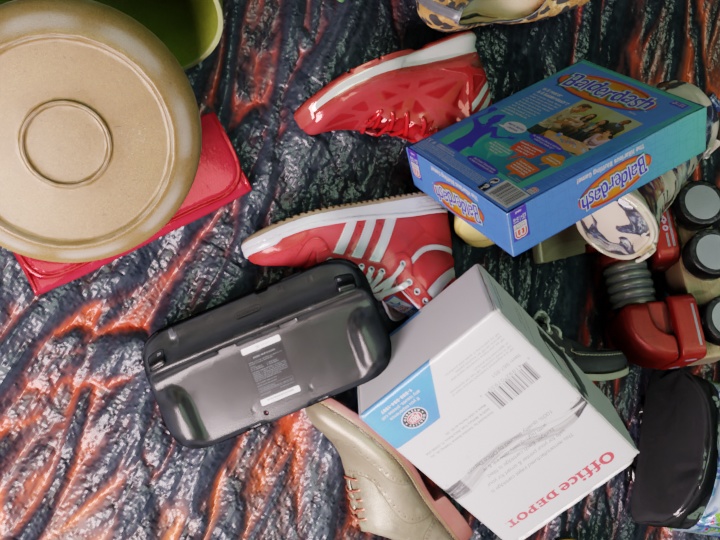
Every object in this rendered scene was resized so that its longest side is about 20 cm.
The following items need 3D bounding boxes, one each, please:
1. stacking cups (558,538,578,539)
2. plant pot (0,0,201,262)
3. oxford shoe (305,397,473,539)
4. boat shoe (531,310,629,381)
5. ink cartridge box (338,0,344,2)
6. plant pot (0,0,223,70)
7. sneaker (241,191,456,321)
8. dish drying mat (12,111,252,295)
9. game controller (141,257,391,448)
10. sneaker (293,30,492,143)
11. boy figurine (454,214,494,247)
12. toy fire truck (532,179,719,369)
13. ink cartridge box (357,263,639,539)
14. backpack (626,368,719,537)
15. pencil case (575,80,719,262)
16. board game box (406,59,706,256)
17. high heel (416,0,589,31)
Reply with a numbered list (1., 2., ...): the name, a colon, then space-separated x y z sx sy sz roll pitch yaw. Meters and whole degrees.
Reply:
1. stacking cups: 0.221 0.363 0.810 0.060 0.060 0.202 -24 100 -21
2. plant pot: -0.215 -0.095 0.614 0.198 0.028 0.202 -7 114 -15
3. oxford shoe: 0.013 0.188 0.729 0.075 0.070 0.200 -44 100 -11
4. boat shoe: 0.169 0.069 0.797 0.198 0.073 0.063 5 87 -16
5. ink cartridge box: 0.024 -0.334 0.698 0.084 0.200 0.147 37 75 -16
6. plant pot: -0.190 -0.283 0.638 0.185 0.187 0.202 9 69 -21
7. sneaker: 0.000 0.000 0.735 0.198 0.071 0.114 -12 87 -24
8. dish drying mat: -0.190 -0.058 0.692 0.199 0.018 0.077 -29 96 -21
9. game controller: -0.077 0.068 0.684 0.198 0.042 0.105 -22 97 1
10. sneaker: 0.045 -0.135 0.760 0.199 0.078 0.116 -26 95 -20
11. boy figurine: 0.166 -0.096 0.804 0.124 0.065 0.200 38 73 17
12. toy fire truck: 0.260 0.006 0.819 0.198 0.129 0.178 -7 75 -1
13. ink cartridge box: 0.115 0.118 0.719 0.145 0.084 0.200 -40 113 16
14. backpack: 0.389 0.201 0.849 0.199 0.153 0.165 27 70 -31
15. pencil case: 0.263 -0.092 0.761 0.089 0.078 0.200 33 55 12
16. board game box: 0.162 -0.103 0.709 0.199 0.152 0.045 -28 127 -14
17. high heel: 0.140 -0.244 0.768 0.198 0.143 0.072 3 126 -13
